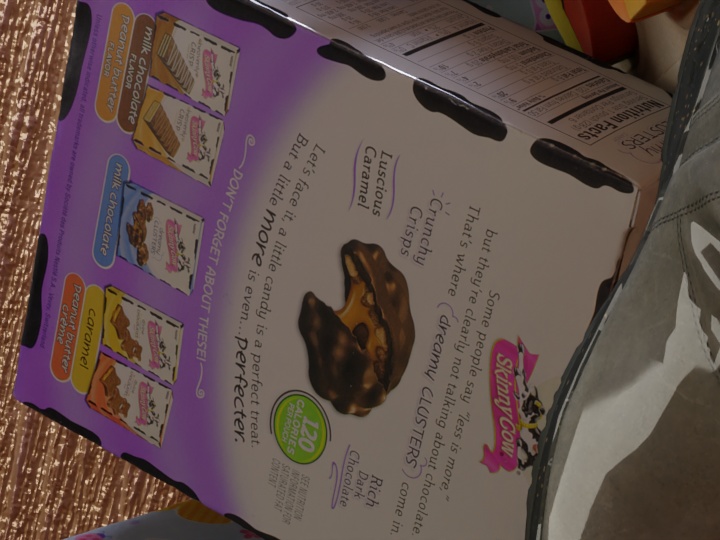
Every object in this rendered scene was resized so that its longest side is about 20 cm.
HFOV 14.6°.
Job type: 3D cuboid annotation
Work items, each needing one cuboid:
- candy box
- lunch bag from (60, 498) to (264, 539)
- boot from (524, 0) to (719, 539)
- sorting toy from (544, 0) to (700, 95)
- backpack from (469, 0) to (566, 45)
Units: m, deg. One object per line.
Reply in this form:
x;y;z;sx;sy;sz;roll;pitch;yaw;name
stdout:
0.000;0.000;0.861;0.071;0.199;0.168;-27;-43;-52;candy box
-0.046;0.185;0.988;0.169;0.127;0.201;-16;-64;-42;lunch bag
0.087;0.011;0.543;0.131;0.067;0.201;155;128;-80;boot
0.063;-0.128;0.830;0.185;0.036;0.201;125;120;-84;sorting toy
0.037;-0.074;0.985;0.200;0.167;0.127;-44;13;-14;backpack
